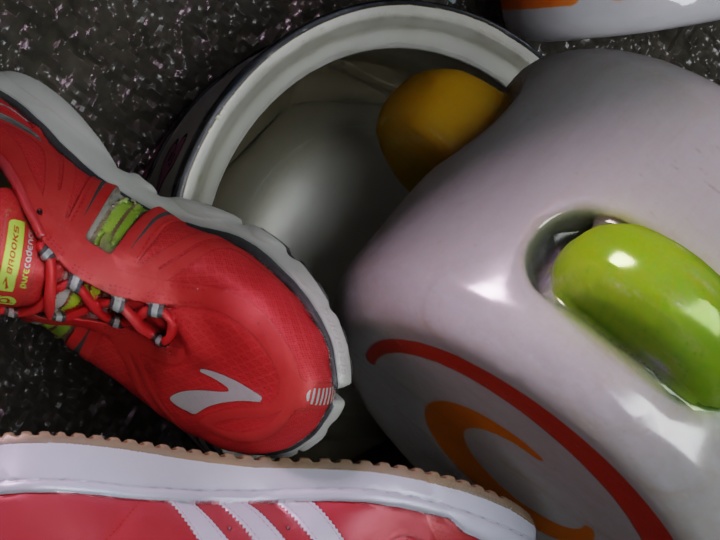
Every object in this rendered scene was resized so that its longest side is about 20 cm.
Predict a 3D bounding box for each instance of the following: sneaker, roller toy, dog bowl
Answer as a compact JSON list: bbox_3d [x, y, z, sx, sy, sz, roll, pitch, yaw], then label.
[{"bbox_3d":[-0.036,0.119,0.915,0.199,0.071,0.113,6,67,-18],"label":"sneaker"},{"bbox_3d":[0.095,0.020,0.964,0.140,0.200,0.183,-49,128,-19],"label":"roller toy"},{"bbox_3d":[0.000,0.000,1.053,0.200,0.074,0.201,-2,93,-31],"label":"dog bowl"},{"bbox_3d":[-0.094,0.004,0.938,0.085,0.200,0.077,-14,132,-58],"label":"sneaker"}]

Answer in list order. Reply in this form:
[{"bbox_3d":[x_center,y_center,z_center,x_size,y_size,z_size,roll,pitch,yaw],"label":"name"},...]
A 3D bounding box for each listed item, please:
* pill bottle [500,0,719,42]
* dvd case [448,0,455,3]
[{"bbox_3d":[0.096,-0.193,1.077,0.109,0.109,0.201,-12,99,-29],"label":"pill bottle"},{"bbox_3d":[0.051,-0.217,1.010,0.146,0.022,0.200,45,96,-2],"label":"dvd case"}]
